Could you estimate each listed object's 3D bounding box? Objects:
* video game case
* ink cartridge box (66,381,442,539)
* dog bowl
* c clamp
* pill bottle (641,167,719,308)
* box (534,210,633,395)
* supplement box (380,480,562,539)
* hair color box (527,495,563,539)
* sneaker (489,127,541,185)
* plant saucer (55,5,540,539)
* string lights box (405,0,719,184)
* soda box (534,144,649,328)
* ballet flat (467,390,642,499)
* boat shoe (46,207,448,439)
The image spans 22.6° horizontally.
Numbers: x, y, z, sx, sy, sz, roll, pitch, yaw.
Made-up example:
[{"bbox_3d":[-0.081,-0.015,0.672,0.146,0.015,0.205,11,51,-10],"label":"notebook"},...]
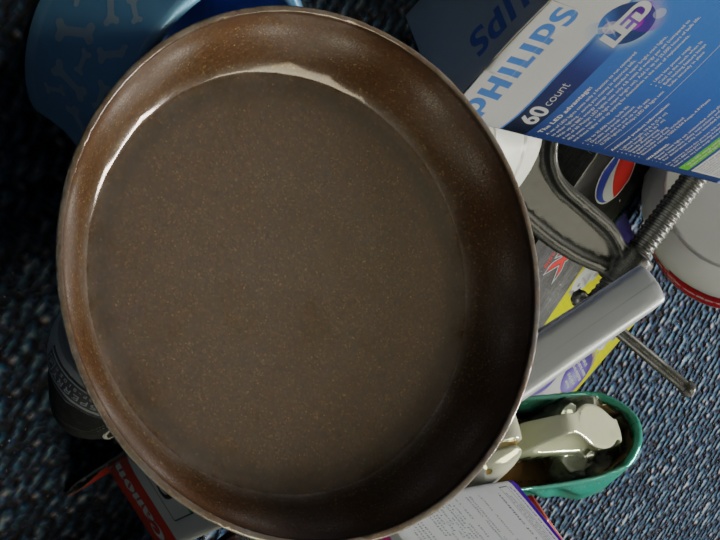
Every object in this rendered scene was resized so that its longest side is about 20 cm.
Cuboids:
[{"bbox_3d":[0.025,0.076,0.821,0.200,0.023,0.182,-33,176,-22],"label":"video game case"},{"bbox_3d":[-0.046,0.072,0.786,0.109,0.050,0.200,-32,179,-32],"label":"ink cartridge box"},{"bbox_3d":[-0.068,-0.056,0.730,0.111,0.050,0.200,-37,145,-26],"label":"dog bowl"},{"bbox_3d":[0.152,-0.063,0.902,0.171,0.027,0.200,32,90,-20],"label":"c clamp"},{"bbox_3d":[0.217,-0.036,1.025,0.112,0.112,0.200,-55,169,3],"label":"pill bottle"},{"bbox_3d":[0.087,0.053,1.056,0.200,0.048,0.117,-47,148,-7],"label":"box"},{"bbox_3d":[0.038,0.171,0.843,0.101,0.103,0.200,-43,164,13],"label":"supplement box"},{"bbox_3d":[0.025,0.198,1.055,0.200,0.061,0.102,-36,148,-1],"label":"hair color box"},{"bbox_3d":[0.000,0.000,0.840,0.116,0.074,0.200,-12,133,-58],"label":"sneaker"},{"bbox_3d":[-0.023,0.003,0.669,0.200,0.200,0.032,-33,-173,-31],"label":"plant saucer"},{"bbox_3d":[0.131,-0.100,0.783,0.200,0.059,0.103,11,139,-39],"label":"string lights box"},{"bbox_3d":[0.092,-0.035,0.957,0.200,0.063,0.071,-56,151,5],"label":"soda box"},{"bbox_3d":[0.077,0.092,0.967,0.200,0.067,0.070,-1,149,-40],"label":"ballet flat"},{"bbox_3d":[-0.043,0.006,0.721,0.200,0.070,0.066,-38,168,-33],"label":"boat shoe"}]
